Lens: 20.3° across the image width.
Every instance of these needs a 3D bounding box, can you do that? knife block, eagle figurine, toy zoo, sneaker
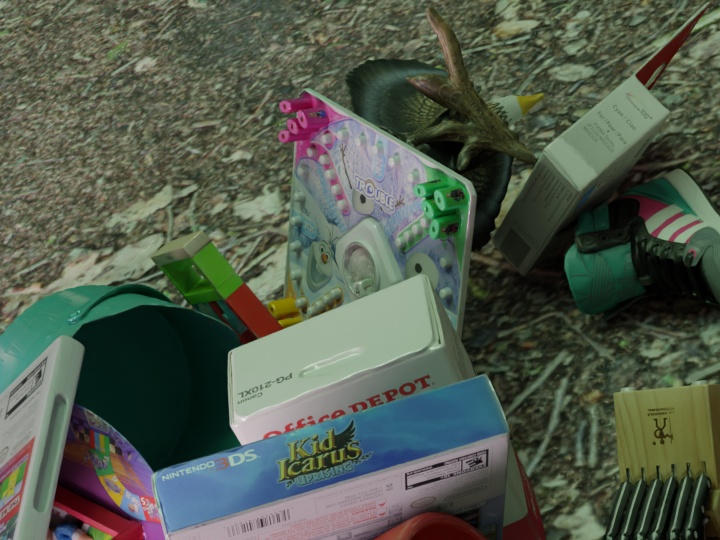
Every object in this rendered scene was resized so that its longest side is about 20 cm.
[{"bbox_3d":[0.210,0.159,1.256,0.064,0.177,0.200,-6,-6,27],"label":"knife block"},{"bbox_3d":[0.066,-0.096,1.478,0.150,0.153,0.200,7,-6,-12],"label":"eagle figurine"},{"bbox_3d":[-0.072,0.058,1.468,0.020,0.200,0.131,-41,8,-14],"label":"toy zoo"},{"bbox_3d":[0.209,-0.001,1.431,0.120,0.084,0.200,-23,26,-2],"label":"sneaker"}]

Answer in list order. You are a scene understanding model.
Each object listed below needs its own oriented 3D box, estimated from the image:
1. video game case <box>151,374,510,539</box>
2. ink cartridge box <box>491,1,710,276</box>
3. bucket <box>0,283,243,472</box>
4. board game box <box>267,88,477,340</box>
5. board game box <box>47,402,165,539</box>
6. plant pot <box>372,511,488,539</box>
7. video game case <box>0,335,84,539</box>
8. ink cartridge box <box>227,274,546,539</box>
[{"bbox_3d":[-0.014,0.146,1.180,0.199,0.182,0.046,-15,58,-7],"label":"video game case"},{"bbox_3d":[0.187,-0.093,1.496,0.176,0.045,0.200,-41,-8,-17],"label":"ink cartridge box"},{"bbox_3d":[-0.175,0.108,1.462,0.207,0.208,0.135,-38,27,-16],"label":"bucket"},{"bbox_3d":[0.000,0.000,1.393,0.026,0.201,0.200,-13,30,-33],"label":"board game box"},{"bbox_3d":[-0.191,0.183,1.322,0.039,0.159,0.200,-30,-5,-43],"label":"board game box"},{"bbox_3d":[0.000,0.260,1.157,0.177,0.201,0.201,-24,32,25],"label":"plant pot"},{"bbox_3d":[-0.248,0.162,1.303,0.200,0.023,0.183,-40,32,40],"label":"video game case"},{"bbox_3d":[0.018,0.120,1.303,0.144,0.201,0.085,-22,34,9],"label":"ink cartridge box"}]
